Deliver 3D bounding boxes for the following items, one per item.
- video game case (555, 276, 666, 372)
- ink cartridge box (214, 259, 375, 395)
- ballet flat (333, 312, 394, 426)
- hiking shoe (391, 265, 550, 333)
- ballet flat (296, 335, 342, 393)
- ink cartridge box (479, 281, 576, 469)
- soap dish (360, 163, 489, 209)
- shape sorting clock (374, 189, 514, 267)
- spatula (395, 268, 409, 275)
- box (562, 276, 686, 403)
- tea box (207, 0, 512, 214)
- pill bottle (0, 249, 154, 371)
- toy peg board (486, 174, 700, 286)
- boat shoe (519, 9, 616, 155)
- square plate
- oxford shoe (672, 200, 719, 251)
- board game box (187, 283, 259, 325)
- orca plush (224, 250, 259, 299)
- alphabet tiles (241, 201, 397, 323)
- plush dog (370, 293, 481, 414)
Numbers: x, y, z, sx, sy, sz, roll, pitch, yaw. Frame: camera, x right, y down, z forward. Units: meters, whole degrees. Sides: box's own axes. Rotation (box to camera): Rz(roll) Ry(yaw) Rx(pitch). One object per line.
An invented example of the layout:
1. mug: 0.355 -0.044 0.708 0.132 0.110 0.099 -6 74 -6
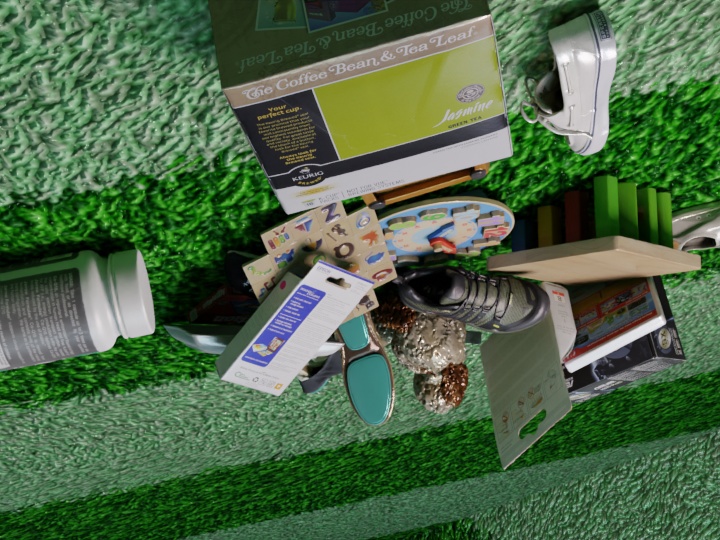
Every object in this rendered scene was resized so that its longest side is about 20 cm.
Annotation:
1. video game case: 0.329 0.042 1.662 0.142 0.201 0.018 -30 116 19
2. ink cartridge box: -0.078 0.062 1.455 0.094 0.037 0.200 21 121 -40
3. ballet flat: 0.001 0.106 1.646 0.069 0.203 0.065 -13 -168 1
4. hiking shoe: 0.137 0.036 1.546 0.197 0.077 0.101 6 177 13
5. ballet flat: -0.061 0.133 1.859 0.072 0.074 0.200 -1 163 -28
6. ink cartridge box: 0.232 0.141 1.637 0.050 0.202 0.163 14 137 -26
7. soap dish: 0.042 -0.136 1.159 0.155 0.082 0.200 -15 159 9
8. shape sorting clock: 0.090 -0.043 1.501 0.197 0.040 0.200 -11 160 -4
9. spatula: 0.000 0.000 1.586 0.056 0.021 0.198 -21 160 40
10. box: 0.357 0.088 1.827 0.085 0.166 0.199 8 153 -45
11. tea box: 0.003 -0.165 0.955 0.197 0.135 0.197 -14 154 4
12. pill bottle: -0.333 0.041 1.362 0.197 0.115 0.113 -11 160 -3
13. toy peg board: 0.295 -0.049 1.566 0.197 0.099 0.198 -9 167 44
14. boat shoe: 0.191 -0.167 1.177 0.085 0.076 0.202 -13 158 0
15. square plate: -0.143 0.091 1.593 0.195 0.029 0.200 4 180 -20
16. oxford shoe: 0.502 -0.066 1.660 0.197 0.059 0.075 -17 157 7
17. board game box: -0.121 0.049 1.650 0.198 0.020 0.103 4 156 -38
18. orca plush: -0.095 0.038 1.516 0.104 0.072 0.200 4 166 29
19. alphabet tiles: -0.045 0.001 1.446 0.165 0.006 0.201 -26 138 -5
20. plush dog: 0.095 0.092 1.680 0.160 0.200 0.172 -45 -175 6
